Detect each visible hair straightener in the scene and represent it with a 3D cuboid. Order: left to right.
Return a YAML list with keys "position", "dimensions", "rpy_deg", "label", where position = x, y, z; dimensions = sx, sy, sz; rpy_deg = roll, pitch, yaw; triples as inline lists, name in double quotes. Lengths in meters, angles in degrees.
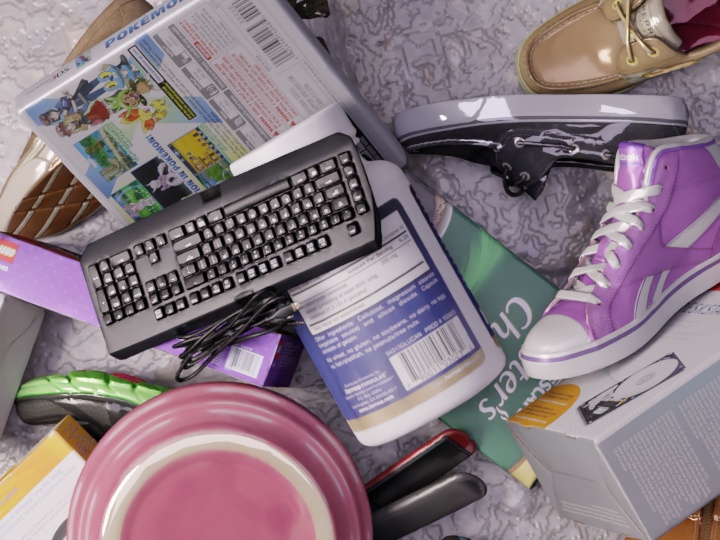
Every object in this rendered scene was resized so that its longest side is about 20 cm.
- position: [-0.002, 0.183, 1.557]
  dimensions: [0.199, 0.041, 0.077]
  rpy_deg: [-30, 48, 15]
  label: "hair straightener"

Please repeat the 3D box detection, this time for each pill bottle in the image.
- position: [0.000, 0.000, 1.504]
  dimensions: [0.111, 0.111, 0.201]
  rpy_deg: [-29, 94, 2]
  label: "pill bottle"

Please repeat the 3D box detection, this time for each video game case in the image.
- position: [-0.095, -0.091, 1.541]
  dimensions: [0.182, 0.200, 0.022]
  rpy_deg: [-30, 41, 13]
  label: "video game case"

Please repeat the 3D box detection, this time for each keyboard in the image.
- position: [-0.079, -0.003, 1.445]
  dimensions: [0.199, 0.040, 0.105]
  rpy_deg: [-24, 84, 19]
  label: "keyboard"

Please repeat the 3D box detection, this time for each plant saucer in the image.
- position: [-0.091, 0.174, 1.512]
  dimensions: [0.199, 0.051, 0.202]
  rpy_deg: [0, 95, -1]
  label: "plant saucer"

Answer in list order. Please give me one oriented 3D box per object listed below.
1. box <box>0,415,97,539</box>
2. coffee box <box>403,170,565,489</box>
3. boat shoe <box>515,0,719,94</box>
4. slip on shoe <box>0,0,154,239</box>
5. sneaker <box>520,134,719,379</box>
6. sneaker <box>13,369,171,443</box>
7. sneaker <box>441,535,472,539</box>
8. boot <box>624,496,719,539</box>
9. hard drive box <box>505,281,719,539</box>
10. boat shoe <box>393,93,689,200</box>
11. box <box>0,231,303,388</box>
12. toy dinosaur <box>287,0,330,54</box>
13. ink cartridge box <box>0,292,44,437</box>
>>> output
- position: [-0.167, 0.208, 1.571]
  dimensions: [0.119, 0.042, 0.200]
  rpy_deg: [-42, 97, 17]
  label: "box"
- position: [0.073, 0.039, 1.588]
  dimensions: [0.200, 0.044, 0.123]
  rpy_deg: [39, 89, 6]
  label: "coffee box"
- position: [0.198, -0.167, 1.582]
  dimensions: [0.199, 0.066, 0.075]
  rpy_deg: [-21, 84, 3]
  label: "boat shoe"
- position: [-0.188, -0.101, 1.583]
  dimensions: [0.200, 0.076, 0.061]
  rpy_deg: [-53, 51, 37]
  label: "slip on shoe"
- position: [0.165, -0.019, 1.522]
  dimensions: [0.200, 0.072, 0.115]
  rpy_deg: [-36, 115, -29]
  label: "sneaker"
- position: [-0.144, 0.118, 1.586]
  dimensions: [0.199, 0.077, 0.084]
  rpy_deg: [16, 90, 10]
  label: "sneaker"
- position: [0.022, 0.260, 1.570]
  dimensions: [0.200, 0.082, 0.073]
  rpy_deg: [-41, 126, 14]
  label: "sneaker"
- position: [0.191, 0.186, 1.561]
  dimensions: [0.198, 0.074, 0.156]
  rpy_deg: [0, 78, 6]
  label: "boot"
- position: [0.212, 0.078, 1.489]
  dimensions: [0.199, 0.156, 0.077]
  rpy_deg: [-33, 100, -15]
  label: "hard drive box"
- position: [0.122, -0.080, 1.586]
  dimensions: [0.198, 0.070, 0.067]
  rpy_deg: [-1, 84, -3]
  label: "boat shoe"
- position: [-0.141, 0.027, 1.561]
  dimensions: [0.199, 0.137, 0.039]
  rpy_deg: [20, 89, 6]
  label: "box"
- position: [-0.073, -0.139, 1.571]
  dimensions: [0.102, 0.200, 0.077]
  rpy_deg: [-31, 95, -35]
  label: "toy dinosaur"
- position: [-0.327, 0.045, 1.589]
  dimensions: [0.199, 0.067, 0.117]
  rpy_deg: [18, 87, 20]
  label: "ink cartridge box"
